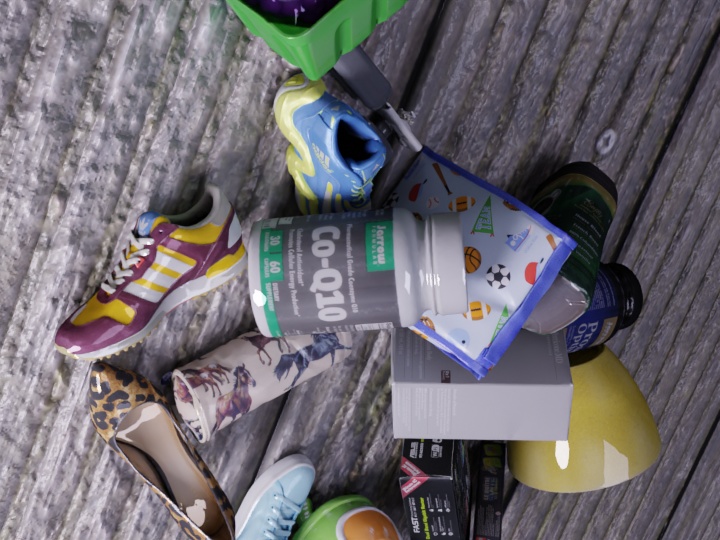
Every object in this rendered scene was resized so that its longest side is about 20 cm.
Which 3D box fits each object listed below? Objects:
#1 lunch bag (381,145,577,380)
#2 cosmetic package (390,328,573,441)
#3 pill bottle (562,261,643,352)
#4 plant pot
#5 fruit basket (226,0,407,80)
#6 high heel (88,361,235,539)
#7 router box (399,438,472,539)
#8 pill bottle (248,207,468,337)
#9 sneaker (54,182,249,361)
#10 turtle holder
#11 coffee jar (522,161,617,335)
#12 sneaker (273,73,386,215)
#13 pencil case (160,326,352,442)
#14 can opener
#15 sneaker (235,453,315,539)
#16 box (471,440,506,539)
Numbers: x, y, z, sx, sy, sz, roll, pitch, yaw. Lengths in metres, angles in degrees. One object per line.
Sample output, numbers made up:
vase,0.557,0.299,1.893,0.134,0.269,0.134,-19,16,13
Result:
lunch bag,0.106,-0.002,1.188,0.171,0.199,0.124,-55,137,-2
cosmetic package,0.133,0.125,1.287,0.197,0.107,0.091,-3,123,3
pill bottle,0.251,0.044,1.411,0.198,0.112,0.113,-9,120,-38
plant pot,0.273,0.168,1.468,0.199,0.199,0.144,-23,109,-31
fruit basket,-0.034,-0.291,0.942,0.215,0.155,0.217,-37,151,-24
high heel,-0.179,0.174,1.076,0.071,0.142,0.201,-38,134,-18
router box,0.092,0.253,1.367,0.151,0.061,0.202,-78,163,-51
pill bottle,0.000,0.000,1.089,0.197,0.114,0.114,-5,127,5
sneaker,-0.193,-0.003,1.019,0.199,0.075,0.091,-36,126,-30
turtle holder,-0.022,0.359,1.326,0.186,0.131,0.141,-55,137,-2
coffee jar,0.225,-0.030,1.296,0.085,0.104,0.201,37,47,-13
sneaker,-0.017,-0.088,1.094,0.076,0.105,0.201,-41,135,-15
pencil case,-0.097,0.092,1.150,0.199,0.089,0.079,-29,105,-27
can opener,-0.002,-0.168,1.099,0.067,0.053,0.200,-48,136,-8
sneaker,-0.101,0.301,1.266,0.201,0.082,0.074,-56,138,-1
box,0.159,0.322,1.456,0.201,0.034,0.111,-74,168,-58
